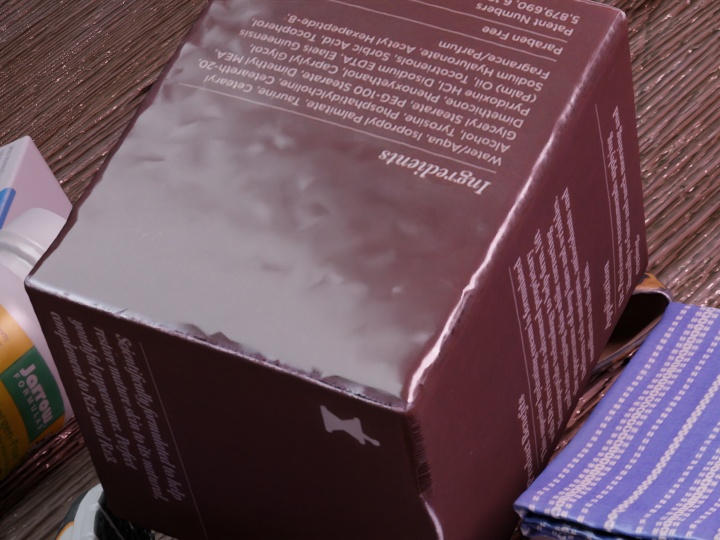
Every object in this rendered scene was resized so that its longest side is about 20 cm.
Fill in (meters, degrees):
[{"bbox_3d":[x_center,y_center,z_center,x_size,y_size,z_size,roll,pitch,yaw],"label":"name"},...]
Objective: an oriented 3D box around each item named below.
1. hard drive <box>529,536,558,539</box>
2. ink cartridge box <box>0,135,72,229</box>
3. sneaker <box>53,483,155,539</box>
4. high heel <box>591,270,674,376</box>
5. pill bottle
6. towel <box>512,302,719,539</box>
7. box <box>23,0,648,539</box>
[{"bbox_3d":[0.111,0.118,0.972,0.131,0.026,0.200,-14,29,32],"label":"hard drive"},{"bbox_3d":[-0.264,0.024,1.507,0.199,0.085,0.145,-24,24,15],"label":"ink cartridge box"},{"bbox_3d":[-0.126,0.158,1.100,0.080,0.074,0.200,-24,24,16],"label":"sneaker"},{"bbox_3d":[0.039,0.054,1.123,0.142,0.072,0.200,-9,25,42],"label":"high heel"},{"bbox_3d":[-0.213,0.060,1.342,0.200,0.113,0.112,-42,27,-27],"label":"pill bottle"},{"bbox_3d":[0.171,0.061,0.961,0.199,0.024,0.145,7,37,33],"label":"towel"},{"bbox_3d":[0.000,0.000,1.048,0.163,0.166,0.201,18,58,21],"label":"box"}]
